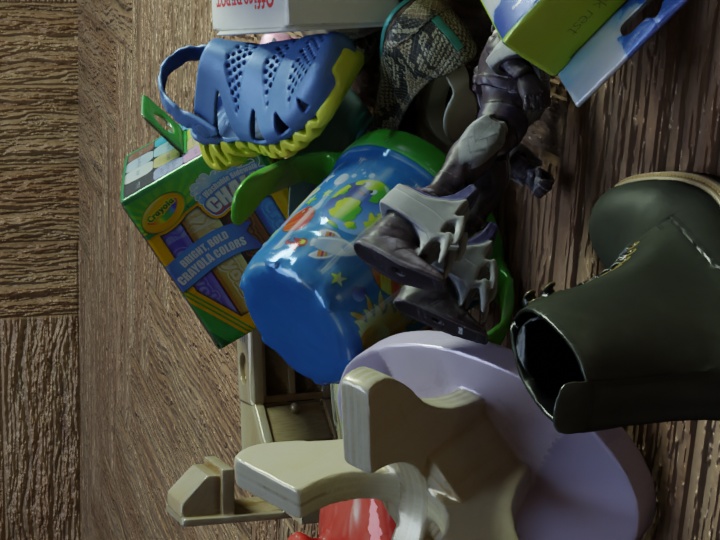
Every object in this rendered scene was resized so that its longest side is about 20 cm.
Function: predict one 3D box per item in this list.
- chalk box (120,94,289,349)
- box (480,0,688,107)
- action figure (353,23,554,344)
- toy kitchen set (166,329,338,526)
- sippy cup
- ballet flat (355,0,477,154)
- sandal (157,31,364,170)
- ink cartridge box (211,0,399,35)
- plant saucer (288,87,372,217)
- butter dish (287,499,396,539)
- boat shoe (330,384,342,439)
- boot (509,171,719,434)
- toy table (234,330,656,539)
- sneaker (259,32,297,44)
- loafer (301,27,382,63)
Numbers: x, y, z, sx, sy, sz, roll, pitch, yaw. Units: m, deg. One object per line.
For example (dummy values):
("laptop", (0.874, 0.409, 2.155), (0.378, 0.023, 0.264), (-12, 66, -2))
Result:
("chalk box", (-0.119, -0.063, 1.155), (0.200, 0.124, 0.125), (60, -175, -24))
("box", (0.101, -0.190, 0.690), (0.122, 0.048, 0.200), (-45, 42, 26))
("action figure", (0.073, -0.066, 0.756), (0.200, 0.069, 0.130), (-63, -26, -21))
("toy kitchen set", (-0.082, 0.114, 1.166), (0.200, 0.163, 0.181), (-175, 82, -71))
("sippy cup", (0.000, 0.000, 0.877), (0.178, 0.130, 0.140), (4, 127, 49))
("ballet flat", (0.040, -0.105, 0.919), (0.075, 0.068, 0.200), (47, 161, 12))
("sandal", (-0.075, -0.123, 0.932), (0.200, 0.087, 0.080), (-13, 41, 53))
("ink cartridge box", (-0.041, -0.257, 0.906), (0.146, 0.084, 0.200), (-160, 67, -64))
("plant saucer", (-0.014, -0.050, 1.039), (0.200, 0.036, 0.200), (4, -90, -79))
("butter dish", (0.022, 0.185, 0.891), (0.199, 0.148, 0.200), (131, 133, -63))
("boat shoe", (0.010, 0.102, 1.040), (0.063, 0.073, 0.201), (-153, 54, -64))
("boot", (0.112, 0.006, 0.610), (0.200, 0.138, 0.078), (-131, 41, -63))
("toy table", (0.039, 0.115, 0.736), (0.200, 0.117, 0.184), (7, 116, 42))
("sneaker", (-0.048, -0.146, 1.114), (0.200, 0.070, 0.082), (-55, -39, -86))
("loafer", (-0.006, -0.184, 1.070), (0.200, 0.072, 0.063), (-142, 34, -74))
